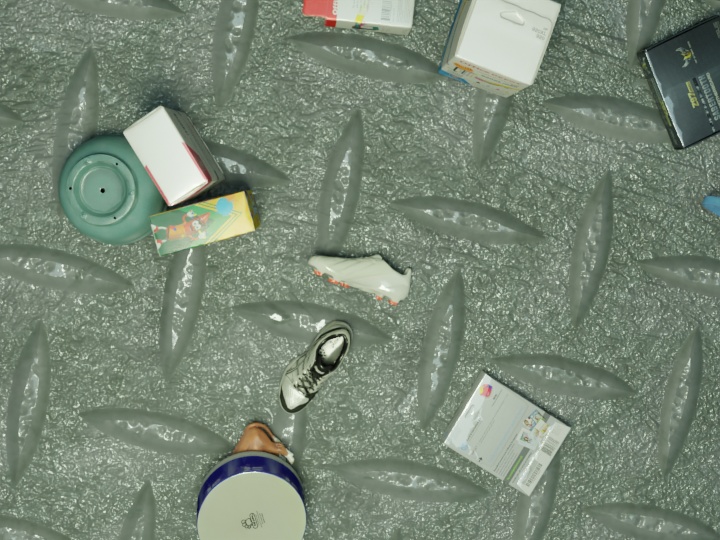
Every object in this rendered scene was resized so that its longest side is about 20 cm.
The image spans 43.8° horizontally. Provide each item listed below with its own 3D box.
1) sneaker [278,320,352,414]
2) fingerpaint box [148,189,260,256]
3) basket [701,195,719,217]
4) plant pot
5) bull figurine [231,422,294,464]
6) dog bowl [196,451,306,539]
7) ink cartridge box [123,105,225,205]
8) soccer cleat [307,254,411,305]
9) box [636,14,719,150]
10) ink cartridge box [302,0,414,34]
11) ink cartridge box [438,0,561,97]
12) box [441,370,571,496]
[{"bbox_3d":[-0.087,0.180,1.652,0.075,0.088,0.201,33,94,-7],"label":"sneaker"},{"bbox_3d":[-0.265,-0.085,1.562,0.164,0.200,0.074,-15,97,-3],"label":"fingerpaint box"},{"bbox_3d":[0.746,-0.079,1.645,0.198,0.176,0.141,23,93,-24],"label":"basket"},{"bbox_3d":[-0.443,-0.142,1.579,0.197,0.134,0.204,0,95,-4],"label":"plant pot"},{"bbox_3d":[-0.213,0.384,1.673,0.120,0.065,0.202,29,98,-12],"label":"bull figurine"},{"bbox_3d":[-0.196,0.434,1.613,0.197,0.079,0.203,-2,104,-8],"label":"dog bowl"},{"bbox_3d":[-0.316,-0.196,1.550,0.082,0.200,0.148,-32,96,3],"label":"ink cartridge box"},{"bbox_3d":[0.000,0.000,1.656,0.197,0.069,0.079,20,88,-12],"label":"soccer cleat"},{"bbox_3d":[0.626,-0.349,1.672,0.156,0.051,0.202,-24,96,0],"label":"box"},{"bbox_3d":[-0.002,-0.497,1.610,0.197,0.067,0.118,6,94,-4],"label":"ink cartridge box"},{"bbox_3d":[0.236,-0.403,1.567,0.145,0.200,0.147,19,93,-5],"label":"ink cartridge box"},{"bbox_3d":[0.277,0.311,1.710,0.198,0.041,0.157,31,92,-7],"label":"box"}]
